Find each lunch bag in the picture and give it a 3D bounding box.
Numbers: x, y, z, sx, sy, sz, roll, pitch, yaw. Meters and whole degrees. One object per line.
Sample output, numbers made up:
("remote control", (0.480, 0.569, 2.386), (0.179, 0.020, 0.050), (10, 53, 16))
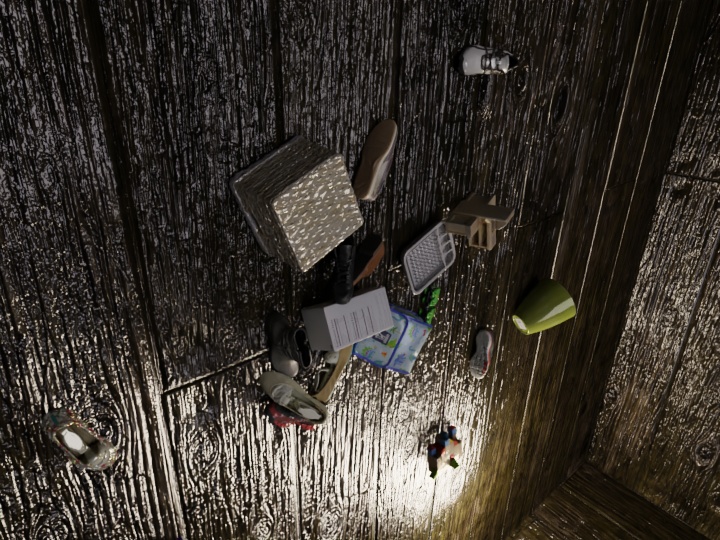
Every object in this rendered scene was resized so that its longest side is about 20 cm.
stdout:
("lunch bag", (0.084, 0.188, 1.467), (0.199, 0.127, 0.171), (24, 95, -31))

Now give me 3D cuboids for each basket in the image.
("basket", (-0.129, -0.139, 1.068), (0.200, 0.160, 0.199), (-39, 133, -21))

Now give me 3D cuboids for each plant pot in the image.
("plant pot", (0.714, 0.161, 2.036), (0.199, 0.187, 0.188), (-33, 131, -9))

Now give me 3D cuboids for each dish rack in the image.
("dish rack", (0.196, -0.045, 1.512), (0.200, 0.043, 0.172), (-40, 133, -23))

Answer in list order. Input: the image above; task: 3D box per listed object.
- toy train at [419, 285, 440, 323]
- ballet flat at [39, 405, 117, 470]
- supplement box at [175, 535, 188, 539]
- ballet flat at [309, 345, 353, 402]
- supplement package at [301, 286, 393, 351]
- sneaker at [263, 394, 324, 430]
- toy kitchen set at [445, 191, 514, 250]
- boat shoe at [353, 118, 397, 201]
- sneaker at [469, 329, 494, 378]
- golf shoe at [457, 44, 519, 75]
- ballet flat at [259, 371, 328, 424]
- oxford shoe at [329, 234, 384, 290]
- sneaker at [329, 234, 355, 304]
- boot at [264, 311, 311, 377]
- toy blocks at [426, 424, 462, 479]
("toy train", (0.211, 0.142, 1.622), (0.056, 0.042, 0.202), (-10, 116, -53))
("ballet flat", (-0.534, 0.338, 0.977), (0.076, 0.064, 0.201), (-43, 134, -21))
("supplement box", (-0.465, 0.767, 1.224), (0.200, 0.101, 0.104), (-45, 134, -19))
("ballet flat", (-0.080, 0.264, 1.380), (0.063, 0.069, 0.201), (21, 94, -33))
("supplement package", (-0.031, 0.121, 1.298), (0.199, 0.113, 0.110), (-17, 95, -38))
("sneaker", (-0.163, 0.362, 1.325), (0.098, 0.071, 0.200), (-41, 142, 18))
("toy kitchen set", (0.374, -0.108, 1.529), (0.200, 0.162, 0.182), (-45, 136, -41))
("boat shoe", (0.043, -0.265, 1.242), (0.065, 0.072, 0.202), (13, 98, -58))
("sneaker", (0.476, 0.316, 1.937), (0.082, 0.077, 0.202), (-12, 118, -47))
("golf shoe", (0.347, -0.565, 1.369), (0.199, 0.094, 0.078), (-23, 125, -33))
("ballet flat", (-0.162, 0.316, 1.251), (0.199, 0.069, 0.070), (34, 84, -10))
("oxford shoe", (0.000, 0.000, 1.327), (0.200, 0.071, 0.071), (-47, 140, -19))
("sneaker", (-0.042, -0.028, 1.229), (0.105, 0.059, 0.201), (88, 6, -56))
("boot", (-0.164, 0.203, 1.218), (0.067, 0.130, 0.201), (-30, 128, -30))
("toy blocks", (0.326, 0.690, 1.971), (0.199, 0.100, 0.138), (-19, 110, -38))
